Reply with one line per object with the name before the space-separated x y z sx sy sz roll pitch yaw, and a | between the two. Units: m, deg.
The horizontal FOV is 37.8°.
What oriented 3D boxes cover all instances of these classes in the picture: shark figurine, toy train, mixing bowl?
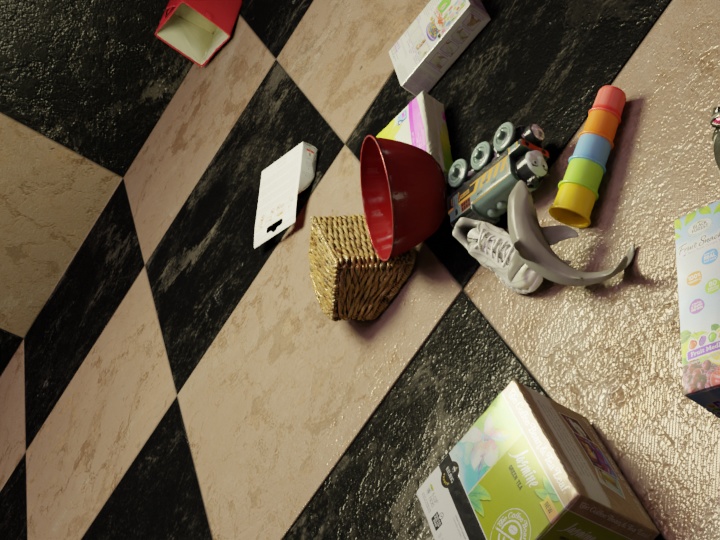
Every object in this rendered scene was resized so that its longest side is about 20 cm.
shark figurine | 0.244 -0.019 1.358 0.214 0.089 0.129 36 106 38
toy train | 0.205 -0.135 1.582 0.200 0.085 0.115 -37 44 42
mixing bowl | 0.074 -0.122 1.684 0.200 0.108 0.202 172 90 -77

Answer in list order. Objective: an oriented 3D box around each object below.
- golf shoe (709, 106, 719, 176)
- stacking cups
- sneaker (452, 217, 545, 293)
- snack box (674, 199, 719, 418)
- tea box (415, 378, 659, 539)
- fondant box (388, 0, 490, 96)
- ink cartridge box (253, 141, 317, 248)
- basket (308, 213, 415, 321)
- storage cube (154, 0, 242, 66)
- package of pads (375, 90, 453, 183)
golf shoe | 0.479 -0.148 1.164 0.200 0.077 0.089 -5 81 60
stacking cups | 0.321 -0.159 1.441 0.060 0.060 0.201 0 62 59
sneaker | 0.198 -0.026 1.496 0.075 0.081 0.200 -59 29 1
snack box | 0.382 0.057 1.020 0.067 0.168 0.201 -26 43 42
tea box | 0.191 0.271 1.185 0.197 0.133 0.200 -52 29 17
fondant box | 0.145 -0.439 1.974 0.200 0.058 0.145 -49 31 25
ink cartridge box | -0.160 -0.155 2.256 0.162 0.050 0.201 -29 51 45
basket | 0.000 0.000 1.821 0.200 0.148 0.144 -121 30 -58
storage cube | -0.487 -0.765 3.175 0.171 0.199 0.181 -35 32 41
package of pads | 0.085 -0.196 1.845 0.154 0.068 0.201 -42 33 32
